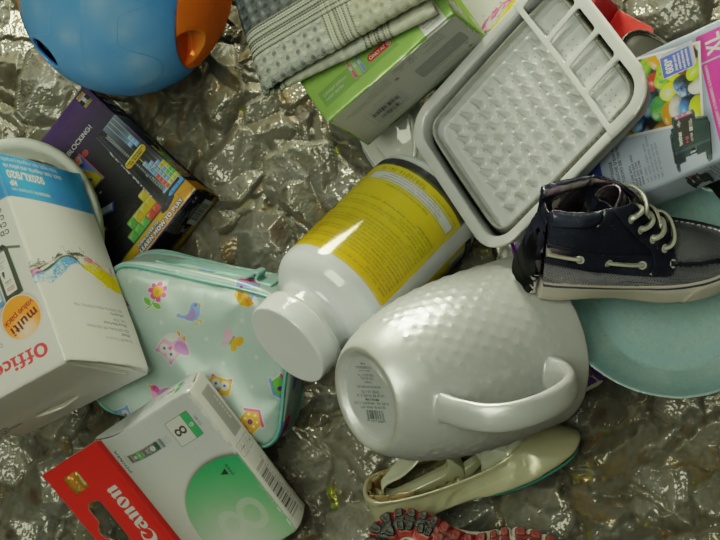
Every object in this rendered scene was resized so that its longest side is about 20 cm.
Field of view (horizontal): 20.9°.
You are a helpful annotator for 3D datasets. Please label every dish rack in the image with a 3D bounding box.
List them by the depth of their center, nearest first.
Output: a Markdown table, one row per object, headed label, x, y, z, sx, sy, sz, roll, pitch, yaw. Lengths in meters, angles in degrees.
| label | x | y | z | sx | sy | sz | roll | pitch | yaw |
| --- | --- | --- | --- | --- | --- | --- | --- | --- | --- |
| dish rack | 0.147 | -0.130 | 1.631 | 0.200 | 0.043 | 0.172 | -46 | 53 | 20 |

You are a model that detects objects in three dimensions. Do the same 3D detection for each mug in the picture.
| label | x | y | z | sx | sy | sz | roll | pitch | yaw |
| --- | --- | --- | --- | --- | --- | --- | --- | --- | --- |
| mug | 0.089 | 0.086 | 1.576 | 0.200 | 0.175 | 0.149 | 19 | 120 | 52 |

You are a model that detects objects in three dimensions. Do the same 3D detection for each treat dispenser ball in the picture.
| label | x | y | z | sx | sy | sz | roll | pitch | yaw |
| --- | --- | --- | --- | --- | --- | --- | --- | --- | --- |
| treat dispenser ball | -0.217 | -0.262 | 1.794 | 0.200 | 0.201 | 0.202 | -3 | 81 | 20 |

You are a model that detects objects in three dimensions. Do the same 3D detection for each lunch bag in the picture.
| label | x | y | z | sx | sy | sz | roll | pitch | yaw |
| --- | --- | --- | --- | --- | --- | --- | --- | --- | --- |
| lunch bag | -0.137 | 0.067 | 1.763 | 0.199 | 0.077 | 0.161 | 12 | 102 | 15 |

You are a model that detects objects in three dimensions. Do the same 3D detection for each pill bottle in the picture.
| label | x | y | z | sx | sy | sz | roll | pitch | yaw |
| --- | --- | --- | --- | --- | --- | --- | --- | --- | --- |
| pill bottle | 0.000 | 0.000 | 1.676 | 0.112 | 0.112 | 0.200 | 33 | 59 | 22 |

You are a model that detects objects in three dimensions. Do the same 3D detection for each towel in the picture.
| label | x | y | z | sx | sy | sz | roll | pitch | yaw |
| --- | --- | --- | --- | --- | --- | --- | --- | --- | --- |
| towel | -0.022 | -0.271 | 1.657 | 0.199 | 0.034 | 0.193 | -27 | 65 | 21 |

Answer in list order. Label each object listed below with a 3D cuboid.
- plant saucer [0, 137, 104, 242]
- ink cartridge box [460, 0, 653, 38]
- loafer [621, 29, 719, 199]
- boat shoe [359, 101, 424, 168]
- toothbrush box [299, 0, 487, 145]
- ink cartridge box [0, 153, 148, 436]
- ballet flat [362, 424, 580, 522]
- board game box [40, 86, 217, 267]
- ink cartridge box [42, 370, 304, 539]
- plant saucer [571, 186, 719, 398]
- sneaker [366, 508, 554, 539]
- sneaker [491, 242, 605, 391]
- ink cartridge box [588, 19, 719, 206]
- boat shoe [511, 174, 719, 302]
| label | x | y | z | sx | sy | sz | roll | pitch | yaw |
| --- | --- | --- | --- | --- | --- | --- | --- | --- | --- |
| plant saucer | -0.318 | -0.021 | 1.821 | 0.199 | 0.050 | 0.201 | -3 | 82 | 22 |
| ink cartridge box | 0.144 | -0.217 | 1.720 | 0.199 | 0.067 | 0.117 | 32 | 96 | 21 |
| loafer | 0.289 | -0.136 | 1.642 | 0.073 | 0.072 | 0.200 | -39 | 71 | -12 |
| boat shoe | 0.014 | -0.171 | 1.764 | 0.072 | 0.066 | 0.201 | -17 | 77 | 18 |
| toothbrush box | -0.006 | -0.236 | 1.702 | 0.145 | 0.086 | 0.200 | -40 | 66 | 14 |
| ink cartridge box | -0.306 | 0.026 | 1.704 | 0.147 | 0.145 | 0.201 | -27 | 74 | 18 |
| ballet flat | 0.090 | 0.167 | 1.681 | 0.199 | 0.069 | 0.070 | -26 | 74 | 16 |
| board game box | -0.259 | -0.047 | 1.858 | 0.165 | 0.057 | 0.200 | 41 | 98 | 20 |
| ink cartridge box | -0.173 | 0.205 | 1.741 | 0.200 | 0.050 | 0.161 | -33 | 102 | 21 |
| plant saucer | 0.261 | 0.021 | 1.635 | 0.200 | 0.039 | 0.202 | -1 | 63 | 3 |
| sneaker | 0.104 | 0.256 | 1.673 | 0.199 | 0.082 | 0.078 | 17 | 69 | 8 |
| sneaker | 0.166 | 0.009 | 1.690 | 0.083 | 0.081 | 0.201 | -21 | 84 | 0 |
| ink cartridge box | 0.238 | -0.116 | 1.606 | 0.199 | 0.042 | 0.120 | -24 | 62 | 32 |
| boat shoe | 0.226 | -0.029 | 1.568 | 0.199 | 0.093 | 0.075 | -5 | 47 | -14 |
